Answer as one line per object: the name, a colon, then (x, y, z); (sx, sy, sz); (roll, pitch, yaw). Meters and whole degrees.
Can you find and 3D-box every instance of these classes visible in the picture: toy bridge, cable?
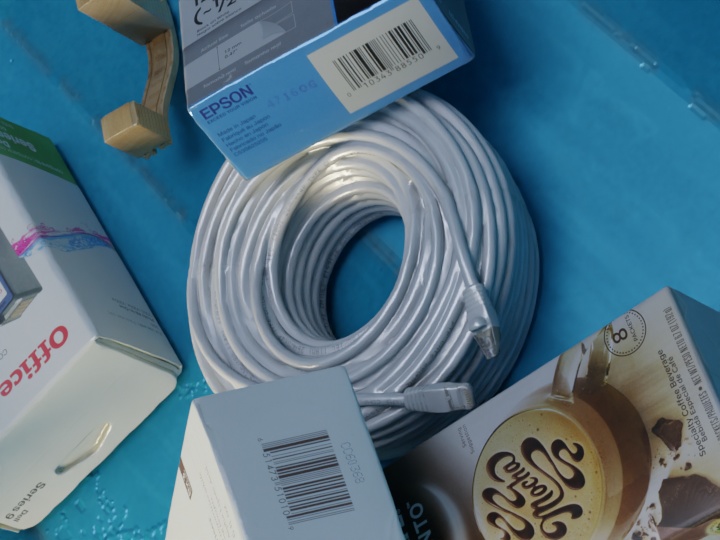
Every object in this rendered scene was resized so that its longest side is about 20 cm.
toy bridge: (-0.138, -0.153, 1.469); (0.027, 0.067, 0.201); (-30, 58, 25)
cable: (0.000, 0.000, 1.319); (0.199, 0.069, 0.202); (-15, 66, 33)

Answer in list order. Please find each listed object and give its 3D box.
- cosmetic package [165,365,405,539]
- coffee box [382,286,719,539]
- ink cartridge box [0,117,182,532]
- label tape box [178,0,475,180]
cosmetic package: (-0.041, 0.146, 1.223); (0.201, 0.081, 0.113); (107, 147, -55)
coffee box: (0.104, 0.112, 1.198); (0.199, 0.080, 0.114); (-35, 58, 23)
ink cartridge box: (-0.211, 0.027, 1.454); (0.145, 0.087, 0.200); (-44, 56, 16)
label tape box: (-0.025, -0.161, 1.346); (0.143, 0.066, 0.201); (-27, 42, 17)
